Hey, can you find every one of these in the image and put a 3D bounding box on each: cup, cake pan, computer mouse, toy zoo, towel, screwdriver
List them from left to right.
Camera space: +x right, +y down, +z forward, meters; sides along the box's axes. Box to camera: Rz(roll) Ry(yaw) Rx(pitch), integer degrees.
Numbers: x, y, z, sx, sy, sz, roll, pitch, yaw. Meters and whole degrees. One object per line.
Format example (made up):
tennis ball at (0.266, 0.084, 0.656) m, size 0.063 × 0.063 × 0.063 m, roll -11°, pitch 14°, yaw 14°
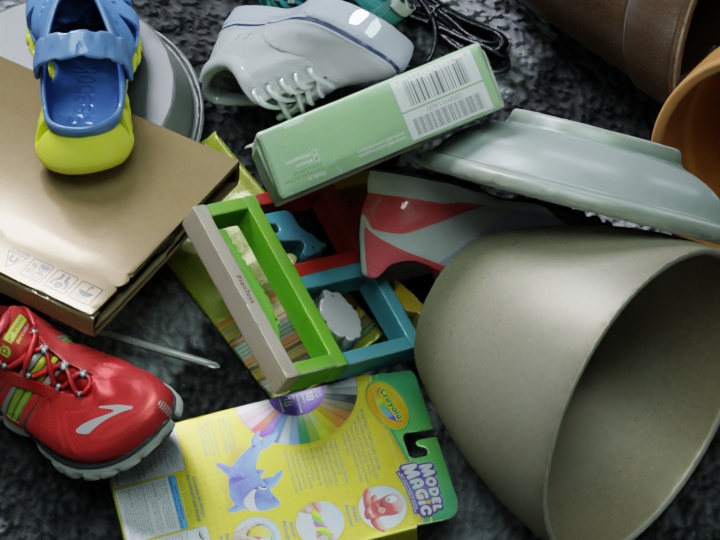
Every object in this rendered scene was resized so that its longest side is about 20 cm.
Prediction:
cake pan at (-0.205, -0.107, 1.683) m, size 0.199 × 0.037 × 0.201 m, roll -3°, pitch 55°, yaw 5°
screwdriver at (-0.183, 0.032, 1.603) m, size 0.199 × 0.029 × 0.028 m, roll 13°, pitch 58°, yaw 16°
towel at (-0.073, -0.003, 1.634) m, size 0.086 × 0.018 × 0.200 m, roll -30°, pitch 61°, yaw -18°
computer mouse at (-0.006, -0.135, 1.699) m, size 0.140 × 0.046 × 0.200 m, roll 37°, pitch 65°, yaw 22°
toy zoo at (0.000, 0.000, 1.585) m, size 0.199 × 0.020 × 0.132 m, roll -14°, pitch 63°, yaw -37°
cup at (0.116, 0.052, 1.501) m, size 0.143 × 0.201 × 0.200 m, roll 27°, pitch 61°, yaw 32°

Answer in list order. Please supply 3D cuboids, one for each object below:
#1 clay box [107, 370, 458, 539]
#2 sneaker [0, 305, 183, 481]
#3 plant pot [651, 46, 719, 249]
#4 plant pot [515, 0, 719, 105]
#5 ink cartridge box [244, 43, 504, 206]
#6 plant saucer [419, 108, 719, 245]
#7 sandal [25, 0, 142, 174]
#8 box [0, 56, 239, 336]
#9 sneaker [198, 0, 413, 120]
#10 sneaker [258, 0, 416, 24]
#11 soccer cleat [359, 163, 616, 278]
clay box at (-0.048, 0.136, 1.525) m, size 0.199 × 0.048 × 0.115 m, roll -13°, pitch 55°, yaw -7°
sneaker at (-0.194, 0.064, 1.522) m, size 0.199 × 0.085 × 0.077 m, roll 17°, pitch 61°, yaw 39°
plant pot at (0.301, -0.083, 1.585) m, size 0.199 × 0.201 × 0.140 m, roll 26°, pitch 45°, yaw 17°
plant pot at (0.190, -0.221, 1.676) m, size 0.198 × 0.201 × 0.200 m, roll 31°, pitch 63°, yaw 29°
ink cartridge box at (0.003, -0.088, 1.553) m, size 0.145 × 0.200 × 0.048 m, roll -23°, pitch 91°, yaw -4°
plant saucer at (0.137, -0.061, 1.518) m, size 0.199 × 0.200 × 0.051 m, roll 16°, pitch 93°, yaw 11°
sandal at (-0.178, -0.152, 1.619) m, size 0.079 × 0.087 × 0.200 m, roll -6°, pitch 39°, yaw -8°
box at (-0.201, -0.052, 1.593) m, size 0.199 × 0.021 × 0.164 m, roll 24°, pitch 51°, yaw 23°
sneaker at (-0.036, -0.130, 1.632) m, size 0.073 × 0.200 × 0.071 m, roll 33°, pitch 76°, yaw -27°
sneaker at (-0.034, -0.204, 1.716) m, size 0.080 × 0.077 × 0.200 m, roll -53°, pitch 43°, yaw -2°
soccer cleat at (0.090, -0.013, 1.594) m, size 0.199 × 0.068 × 0.074 m, roll 13°, pitch 90°, yaw -23°
